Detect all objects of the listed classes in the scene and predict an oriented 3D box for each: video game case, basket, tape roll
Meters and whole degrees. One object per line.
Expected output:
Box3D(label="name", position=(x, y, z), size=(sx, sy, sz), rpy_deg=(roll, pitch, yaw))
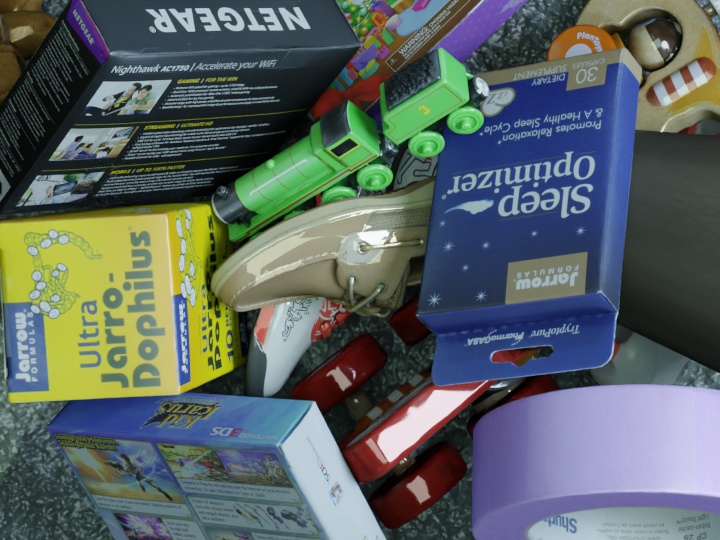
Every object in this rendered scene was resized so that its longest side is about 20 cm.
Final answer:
Box3D(label="video game case", position=(-0.076, 0.155, 1.529), size=(0.199, 0.046, 0.182), rpy_deg=(2, 131, 40))
Box3D(label="basket", position=(0.226, -0.009, 1.464), size=(0.199, 0.136, 0.181), rpy_deg=(15, 63, 35))
Box3D(label="tape roll", position=(0.166, 0.128, 1.477), size=(0.199, 0.200, 0.066), rpy_deg=(2, 71, 1))

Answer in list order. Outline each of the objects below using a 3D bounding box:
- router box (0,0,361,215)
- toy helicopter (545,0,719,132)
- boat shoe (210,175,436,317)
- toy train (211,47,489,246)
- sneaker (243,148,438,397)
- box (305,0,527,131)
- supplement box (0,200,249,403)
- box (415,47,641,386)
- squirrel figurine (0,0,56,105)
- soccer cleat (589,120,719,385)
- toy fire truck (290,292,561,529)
Box3D(label="router box", position=(-0.116, -0.102, 1.483), size=(0.149, 0.199, 0.051), rpy_deg=(-48, 62, 38))
Box3D(label="toy helicopter", position=(0.223, -0.124, 1.552), size=(0.200, 0.079, 0.133), rpy_deg=(33, 84, 28))
Box3D(label="boat shoe", position=(0.007, -0.007, 1.516), size=(0.199, 0.071, 0.065), rpy_deg=(-18, 73, -12))
Box3D(label="toy train", position=(-0.010, -0.071, 1.508), size=(0.199, 0.042, 0.056), rpy_deg=(-31, 135, 26))
Box3D(label="sneaker", position=(0.000, -0.001, 1.588), size=(0.107, 0.067, 0.202), rpy_deg=(19, 80, 0))
Box3D(label="box", position=(0.023, -0.184, 1.572), size=(0.200, 0.039, 0.137), rpy_deg=(-43, 59, 3))
Box3D(label="supplement box", position=(-0.143, 0.016, 1.532), size=(0.109, 0.200, 0.110), rpy_deg=(-4, 93, 10))
Box3D(label="box", position=(0.099, -0.033, 1.459), size=(0.121, 0.032, 0.201), rpy_deg=(-8, 59, 28))
Box3D(label="squirrel figurine", position=(-0.275, -0.100, 1.540), size=(0.199, 0.187, 0.142), rpy_deg=(-9, 93, 2))
Box3D(label="soccer cleat", position=(0.210, -0.008, 1.602), size=(0.077, 0.069, 0.201), rpy_deg=(28, 85, -31))
Box3D(label="toy fire truck", position=(0.058, 0.070, 1.541), size=(0.200, 0.168, 0.112), rpy_deg=(-37, 92, -18))
